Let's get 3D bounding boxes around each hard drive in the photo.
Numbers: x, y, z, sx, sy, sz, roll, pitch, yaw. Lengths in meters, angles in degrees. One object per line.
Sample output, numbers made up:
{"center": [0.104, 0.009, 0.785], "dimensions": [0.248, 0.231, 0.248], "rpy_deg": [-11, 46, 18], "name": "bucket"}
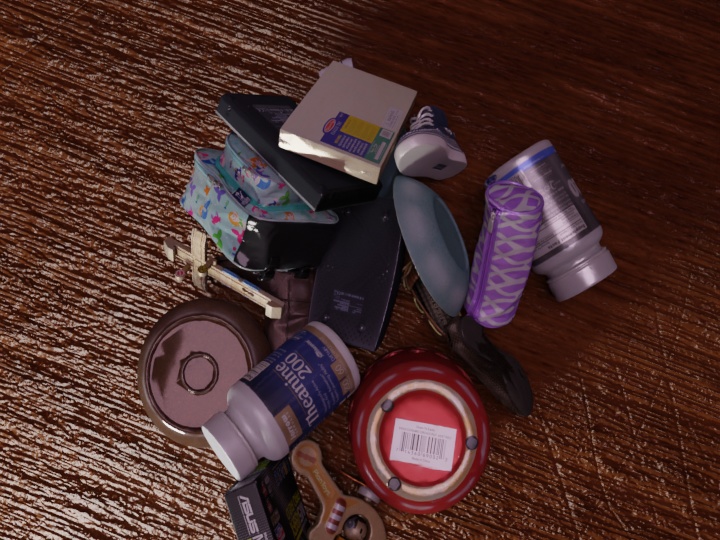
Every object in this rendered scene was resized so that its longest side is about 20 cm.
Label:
{"center": [-0.076, -0.158, 0.778], "dimensions": [0.200, 0.138, 0.033], "rpy_deg": [45, 121, 19], "name": "hard drive"}
{"center": [0.000, 0.000, 0.843], "dimensions": [0.131, 0.042, 0.208], "rpy_deg": [10, 86, 34], "name": "hard drive"}

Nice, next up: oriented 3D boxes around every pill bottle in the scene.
{"center": [-0.102, 0.168, 0.775], "dimensions": [0.198, 0.111, 0.112], "rpy_deg": [-38, 84, -27], "name": "pill bottle"}
{"center": [0.270, -0.068, 0.851], "dimensions": [0.112, 0.114, 0.204], "rpy_deg": [-30, 85, -1], "name": "pill bottle"}

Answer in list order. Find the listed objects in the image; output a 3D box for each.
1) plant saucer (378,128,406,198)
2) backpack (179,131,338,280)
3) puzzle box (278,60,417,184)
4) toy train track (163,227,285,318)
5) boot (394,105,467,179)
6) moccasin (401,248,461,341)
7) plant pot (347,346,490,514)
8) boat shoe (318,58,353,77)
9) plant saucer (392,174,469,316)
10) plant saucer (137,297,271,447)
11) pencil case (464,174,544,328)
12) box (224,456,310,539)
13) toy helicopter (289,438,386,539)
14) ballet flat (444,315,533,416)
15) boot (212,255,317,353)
{"center": [-0.022, -0.176, 0.915], "dimensions": [0.192, 0.027, 0.208], "rpy_deg": [0, 85, 3], "name": "plant saucer"}
{"center": [-0.144, -0.099, 0.821], "dimensions": [0.198, 0.175, 0.155], "rpy_deg": [33, 112, 31], "name": "backpack"}
{"center": [-0.010, -0.197, 0.768], "dimensions": [0.129, 0.026, 0.203], "rpy_deg": [21, 45, 4], "name": "puzzle box"}
{"center": [-0.193, 0.015, 0.820], "dimensions": [0.195, 0.117, 0.033], "rpy_deg": [28, 48, 10], "name": "toy train track"}
{"center": [0.086, -0.186, 0.836], "dimensions": [0.071, 0.199, 0.093], "rpy_deg": [-25, 80, 22], "name": "boot"}
{"center": [0.089, 0.006, 0.867], "dimensions": [0.071, 0.078, 0.208], "rpy_deg": [-20, 84, 0], "name": "moccasin"}
{"center": [0.077, 0.205, 0.800], "dimensions": [0.192, 0.183, 0.209], "rpy_deg": [0, 82, 1], "name": "plant pot"}
{"center": [-0.032, -0.204, 0.867], "dimensions": [0.083, 0.075, 0.209], "rpy_deg": [-13, 78, 7], "name": "boat shoe"}
{"center": [0.107, -0.042, 0.808], "dimensions": [0.038, 0.200, 0.207], "rpy_deg": [-24, 84, 22], "name": "plant saucer"}
{"center": [-0.219, 0.141, 0.828], "dimensions": [0.192, 0.035, 0.209], "rpy_deg": [0, 84, 2], "name": "plant saucer"}
{"center": [0.191, -0.019, 0.814], "dimensions": [0.083, 0.206, 0.085], "rpy_deg": [28, 43, 33], "name": "pencil case"}
{"center": [-0.108, 0.336, 0.782], "dimensions": [0.043, 0.200, 0.165], "rpy_deg": [-20, 83, 1], "name": "box"}
{"center": [-0.028, 0.321, 0.840], "dimensions": [0.130, 0.079, 0.204], "rpy_deg": [-33, 92, -19], "name": "toy helicopter"}
{"center": [0.180, 0.137, 0.839], "dimensions": [0.200, 0.046, 0.069], "rpy_deg": [45, 44, -26], "name": "ballet flat"}
{"center": [-0.146, 0.081, 0.881], "dimensions": [0.179, 0.064, 0.208], "rpy_deg": [1, 89, 4], "name": "boot"}
